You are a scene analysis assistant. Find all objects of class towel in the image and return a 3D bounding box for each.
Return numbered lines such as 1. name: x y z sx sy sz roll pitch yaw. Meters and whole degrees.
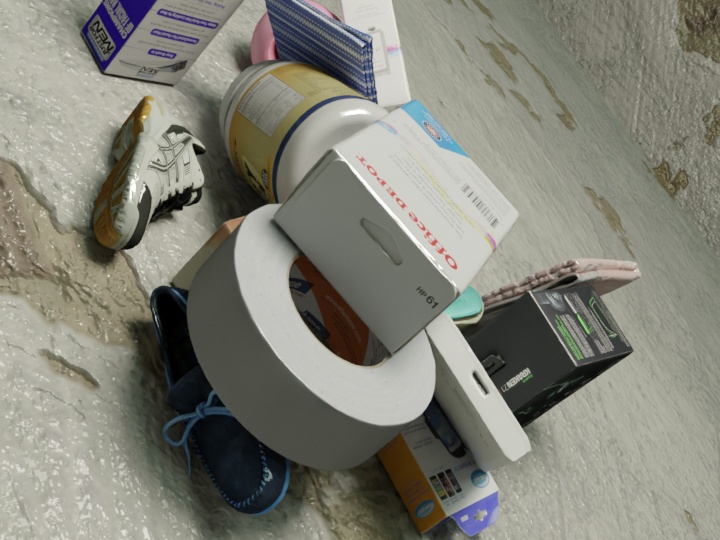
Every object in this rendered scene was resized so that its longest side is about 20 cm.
1. towel: -0.035 -0.217 1.032 0.144 0.024 0.201 35 -18 20
2. towel: 0.228 0.033 1.194 0.189 0.198 0.033 1 69 -53

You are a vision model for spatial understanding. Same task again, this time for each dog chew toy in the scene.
1. dog chew toy: -0.068 -0.289 1.242 0.125 0.124 0.200 46 19 -5

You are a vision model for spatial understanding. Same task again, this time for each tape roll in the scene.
1. tape roll: -0.034 0.048 0.735 0.199 0.066 0.202 33 34 -25

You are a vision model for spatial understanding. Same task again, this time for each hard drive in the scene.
1. hard drive: 0.096 0.117 0.868 0.133 0.026 0.200 58 -6 12

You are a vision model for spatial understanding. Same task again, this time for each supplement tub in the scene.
1. supplement tub: -0.054 -0.128 0.971 0.143 0.146 0.200 25 11 -38

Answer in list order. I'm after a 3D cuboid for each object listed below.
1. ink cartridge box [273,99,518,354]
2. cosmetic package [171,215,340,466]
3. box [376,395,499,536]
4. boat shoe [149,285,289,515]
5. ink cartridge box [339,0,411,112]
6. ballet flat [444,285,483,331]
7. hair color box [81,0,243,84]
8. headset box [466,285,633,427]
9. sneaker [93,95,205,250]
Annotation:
1. ink cartridge box: 0.037 -0.044 0.785 0.145 0.085 0.200 48 29 0
2. cosmetic package: -0.062 0.054 0.846 0.201 0.087 0.103 53 28 7
3. box: 0.061 0.169 0.943 0.118 0.041 0.202 -1 58 -57
4. boat shoe: -0.121 0.097 0.724 0.201 0.084 0.069 52 7 37
5. ink cartridge box: 0.024 -0.251 1.203 0.116 0.066 0.205 30 51 -84
6. ballet flat: 0.045 0.054 1.031 0.196 0.063 0.069 0 59 -27
7. hair color box: -0.181 -0.284 0.966 0.065 0.200 0.109 55 28 18
8. headset box: 0.181 0.106 1.054 0.198 0.174 0.094 -3 57 -56
9. sneaker: -0.178 -0.081 0.854 0.087 0.075 0.202 35 31 -25
